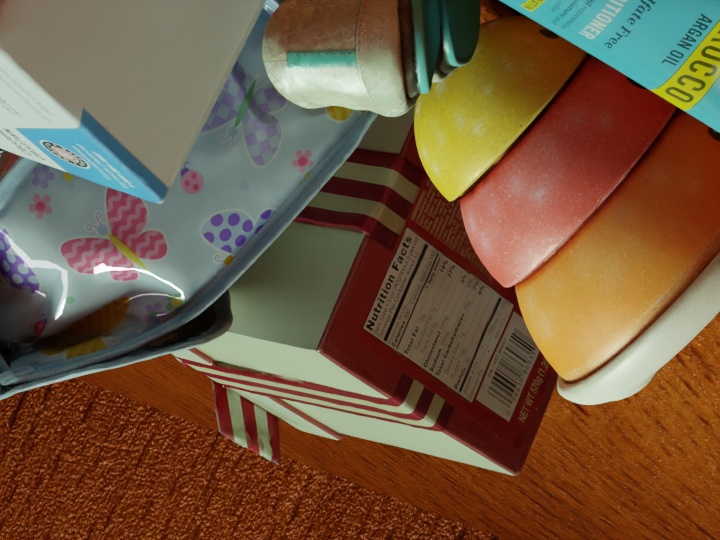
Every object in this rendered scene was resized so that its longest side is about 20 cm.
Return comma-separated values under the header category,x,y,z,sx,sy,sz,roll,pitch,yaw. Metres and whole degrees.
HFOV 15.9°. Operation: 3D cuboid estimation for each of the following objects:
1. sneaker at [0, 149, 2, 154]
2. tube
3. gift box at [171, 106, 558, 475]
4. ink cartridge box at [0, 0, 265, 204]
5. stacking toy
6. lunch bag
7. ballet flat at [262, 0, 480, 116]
category,x,y,z,sx,sy,sz,roll,pitch,yaw
sneaker,-0.220,-0.072,1.724,0.200,0.080,0.086,18,160,-2
tube,0.088,-0.104,0.897,0.200,0.050,0.077,26,134,-15
gift box,0.000,0.000,1.275,0.187,0.185,0.200,11,158,45
ink cartridge box,-0.151,-0.141,0.963,0.200,0.146,0.147,19,167,28
stacking toy,0.072,-0.055,1.064,0.200,0.146,0.146,41,168,-6
lunch bag,-0.093,-0.035,1.111,0.127,0.200,0.170,43,180,-10
ballet flat,0.004,-0.096,0.941,0.062,0.068,0.200,-5,-171,10
